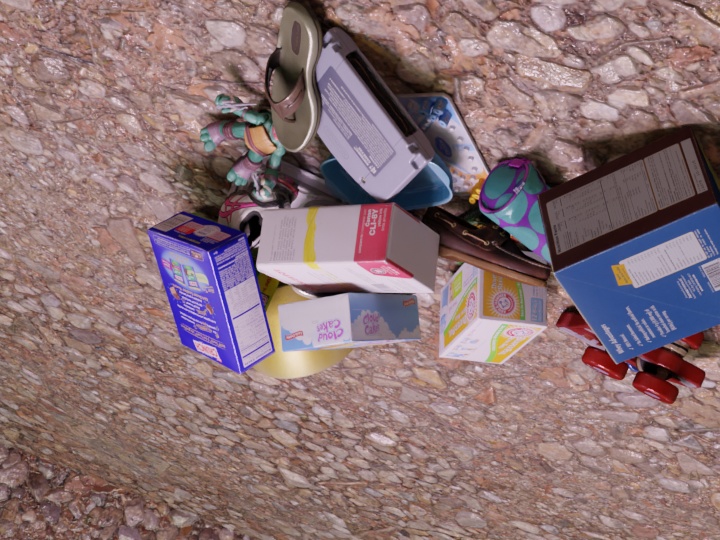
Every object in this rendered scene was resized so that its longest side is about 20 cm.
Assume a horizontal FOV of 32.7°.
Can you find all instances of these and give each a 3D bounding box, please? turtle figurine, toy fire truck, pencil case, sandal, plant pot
[{"bbox_3d":[-0.141,-0.173,1.658,0.200,0.100,0.151,-7,105,62],"label":"turtle figurine"},{"bbox_3d":[0.395,0.112,1.790,0.199,0.113,0.168,26,175,-6],"label":"toy fire truck"},{"bbox_3d":[0.251,-0.061,1.594,0.200,0.093,0.085,35,-173,-24],"label":"pencil case"},{"bbox_3d":[-0.091,-0.235,1.507,0.080,0.057,0.202,34,139,30],"label":"sandal"},{"bbox_3d":[-0.107,0.052,1.957,0.199,0.200,0.143,4,130,29],"label":"plant pot"}]

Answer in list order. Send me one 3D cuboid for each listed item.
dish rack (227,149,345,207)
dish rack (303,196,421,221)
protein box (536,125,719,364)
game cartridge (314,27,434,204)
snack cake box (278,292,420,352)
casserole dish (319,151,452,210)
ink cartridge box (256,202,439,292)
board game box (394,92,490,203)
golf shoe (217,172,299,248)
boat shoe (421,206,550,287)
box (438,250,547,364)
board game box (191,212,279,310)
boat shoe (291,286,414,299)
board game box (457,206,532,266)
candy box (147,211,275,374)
[{"bbox_3d":[-0.119,-0.091,1.847,0.171,0.044,0.200,25,150,-4],"label":"dish rack"},{"bbox_3d":[-0.012,-0.051,1.786,0.199,0.044,0.172,10,152,-17],"label":"dish rack"},{"bbox_3d":[0.347,-0.025,1.463,0.199,0.135,0.199,-24,132,21],"label":"protein box"},{"bbox_3d":[-0.002,-0.186,1.520,0.200,0.041,0.133,54,150,4],"label":"game cartridge"},{"bbox_3d":[-0.012,0.072,1.710,0.114,0.068,0.200,-8,174,30],"label":"snack cake box"},{"bbox_3d":[0.038,-0.130,1.622,0.199,0.039,0.121,-7,140,42],"label":"casserole dish"},{"bbox_3d":[-0.016,-0.027,1.617,0.199,0.084,0.145,-1,164,29],"label":"ink cartridge box"},{"bbox_3d":[0.061,-0.156,1.628,0.199,0.026,0.200,3,147,32],"label":"board game box"},{"bbox_3d":[-0.164,-0.071,1.775,0.072,0.092,0.200,31,151,-16],"label":"golf shoe"},{"bbox_3d":[0.165,-0.035,1.638,0.199,0.071,0.070,20,180,25],"label":"boat shoe"},{"bbox_3d":[0.188,0.053,1.763,0.101,0.113,0.200,7,159,-11],"label":"box"},{"bbox_3d":[-0.206,-0.014,1.914,0.199,0.102,0.048,20,176,41],"label":"board game box"},{"bbox_3d":[0.000,0.000,1.750,0.199,0.072,0.065,0,150,-8],"label":"boat shoe"},{"bbox_3d":[0.189,-0.049,1.724,0.105,0.024,0.200,33,150,-21],"label":"board game box"},{"bbox_3d":[-0.217,0.031,1.799,0.169,0.077,0.201,19,128,47],"label":"candy box"}]
